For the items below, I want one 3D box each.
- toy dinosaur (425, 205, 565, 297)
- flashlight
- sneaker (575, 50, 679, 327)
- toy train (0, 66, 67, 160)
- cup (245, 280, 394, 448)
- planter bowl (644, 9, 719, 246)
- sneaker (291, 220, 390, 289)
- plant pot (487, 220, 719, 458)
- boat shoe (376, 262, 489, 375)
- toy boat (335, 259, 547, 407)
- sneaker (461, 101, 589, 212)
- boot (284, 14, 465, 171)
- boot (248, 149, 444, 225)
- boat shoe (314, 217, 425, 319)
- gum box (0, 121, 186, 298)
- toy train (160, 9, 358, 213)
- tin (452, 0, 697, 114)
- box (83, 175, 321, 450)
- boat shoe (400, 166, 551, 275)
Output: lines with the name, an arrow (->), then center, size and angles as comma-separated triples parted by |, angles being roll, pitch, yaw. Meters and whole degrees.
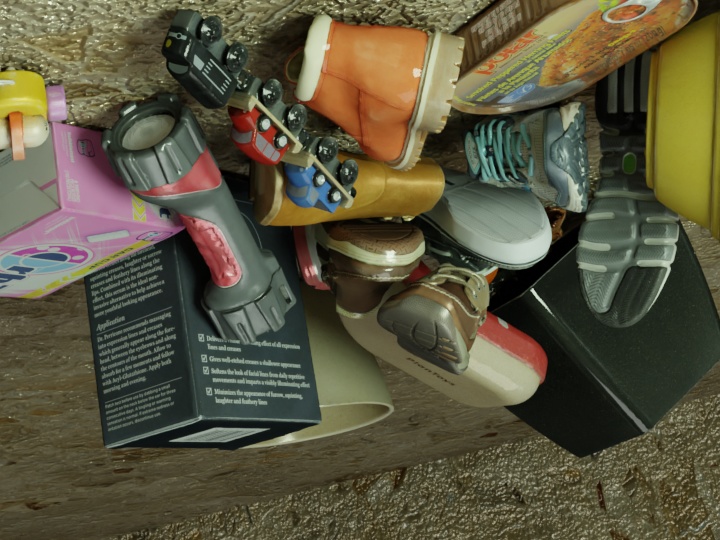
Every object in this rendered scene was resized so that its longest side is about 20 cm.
toy dinosaur -> 0.133, -0.029, 1.449 | 0.135, 0.103, 0.201 | -20, 153, -26
flashlight -> -0.113, -0.029, 1.076 | 0.067, 0.068, 0.201 | 6, 139, 28
sneaker -> 0.219, -0.059, 1.149 | 0.074, 0.202, 0.115 | 9, -174, 30
toy train -> -0.265, -0.086, 0.951 | 0.149, 0.056, 0.200 | -14, 166, 12
cup -> -0.074, 0.093, 1.598 | 0.198, 0.145, 0.200 | -10, 166, -2
planter bowl -> 0.233, -0.100, 1.024 | 0.083, 0.203, 0.200 | 3, 169, 13
sneaker -> 0.013, -0.007, 1.420 | 0.086, 0.075, 0.200 | -17, 164, 19
plant pot -> 0.228, 0.062, 1.473 | 0.200, 0.178, 0.199 | -37, 179, -28
boat shoe -> 0.061, 0.027, 1.163 | 0.075, 0.072, 0.200 | 27, 174, 6
toy boat -> 0.079, 0.026, 1.337 | 0.199, 0.132, 0.130 | 31, 161, -19
sneaker -> 0.119, -0.082, 1.130 | 0.085, 0.079, 0.200 | -2, -176, -1
boot -> 0.002, -0.121, 1.014 | 0.106, 0.076, 0.200 | 11, 170, -3
boot -> -0.008, -0.068, 1.122 | 0.142, 0.072, 0.201 | 1, -177, -6
boat shoe -> 0.006, 0.000, 1.178 | 0.074, 0.076, 0.202 | 1, -173, -7
gum box -> -0.238, -0.036, 1.135 | 0.199, 0.067, 0.113 | -22, 160, 38
toy train -> -0.060, -0.091, 0.967 | 0.034, 0.046, 0.200 | 17, 162, 40
tin -> 0.132, -0.156, 1.008 | 0.111, 0.042, 0.200 | -5, 166, -35
box -> -0.128, 0.033, 1.213 | 0.106, 0.202, 0.148 | -19, 163, 34
boat shoe -> 0.091, -0.030, 1.213 | 0.071, 0.072, 0.200 | -17, -156, -19
